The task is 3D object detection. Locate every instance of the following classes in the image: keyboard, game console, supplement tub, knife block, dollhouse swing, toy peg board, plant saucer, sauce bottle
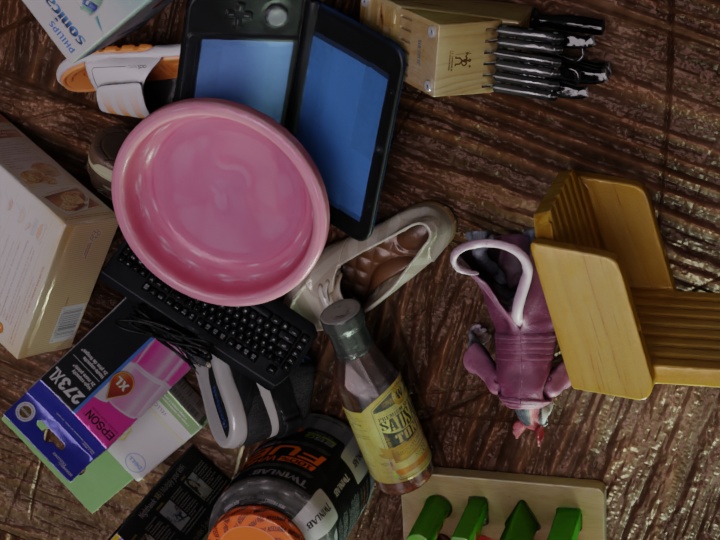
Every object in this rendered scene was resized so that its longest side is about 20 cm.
[{"bbox_3d":[-0.144,0.038,1.568,0.200,0.040,0.104,32,76,2],"label":"keyboard"},{"bbox_3d":[-0.070,-0.134,1.504,0.170,0.118,0.200,-1,123,-18],"label":"game console"},{"bbox_3d":[-0.068,0.227,1.614,0.122,0.200,0.123,6,111,14],"label":"supplement tub"},{"bbox_3d":[0.114,-0.199,1.484,0.200,0.175,0.064,36,127,54],"label":"knife block"},{"bbox_3d":[0.262,0.001,1.426,0.175,0.200,0.182,-12,106,22],"label":"dollhouse swing"},{"bbox_3d":[0.130,0.304,1.639,0.200,0.098,0.200,3,111,17],"label":"toy peg board"},{"bbox_3d":[-0.121,-0.065,1.519,0.200,0.051,0.201,8,120,14],"label":"plant saucer"},{"bbox_3d":[0.012,0.119,1.601,0.066,0.066,0.200,-10,123,20],"label":"sauce bottle"}]

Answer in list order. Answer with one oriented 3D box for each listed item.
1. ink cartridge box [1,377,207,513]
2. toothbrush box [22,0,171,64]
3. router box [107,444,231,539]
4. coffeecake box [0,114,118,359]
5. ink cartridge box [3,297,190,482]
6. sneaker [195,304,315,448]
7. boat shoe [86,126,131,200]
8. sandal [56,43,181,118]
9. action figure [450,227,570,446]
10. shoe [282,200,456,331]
[{"bbox_3d":[-0.267,0.154,1.735,0.200,0.048,0.146,-41,95,23],"label":"ink cartridge box"},{"bbox_3d":[-0.182,-0.282,1.488,0.200,0.146,0.085,-33,97,24],"label":"toothbrush box"},{"bbox_3d":[-0.156,0.277,1.660,0.157,0.200,0.052,43,115,-1],"label":"router box"},{"bbox_3d":[-0.340,-0.039,1.630,0.200,0.073,0.154,39,119,27],"label":"coffeecake box"},{"bbox_3d":[-0.240,0.102,1.650,0.200,0.037,0.095,-44,94,-11],"label":"ink cartridge box"},{"bbox_3d":[-0.106,0.068,1.641,0.073,0.112,0.200,-30,70,55],"label":"sneaker"},{"bbox_3d":[-0.165,-0.064,1.617,0.202,0.075,0.075,30,141,2],"label":"boat shoe"},{"bbox_3d":[-0.185,-0.172,1.561,0.206,0.079,0.059,-5,78,18],"label":"sandal"},{"bbox_3d":[0.154,0.061,1.521,0.134,0.149,0.200,-3,95,12],"label":"action figure"},{"bbox_3d":[0.000,0.000,1.588,0.200,0.053,0.070,-35,98,25],"label":"shoe"}]
